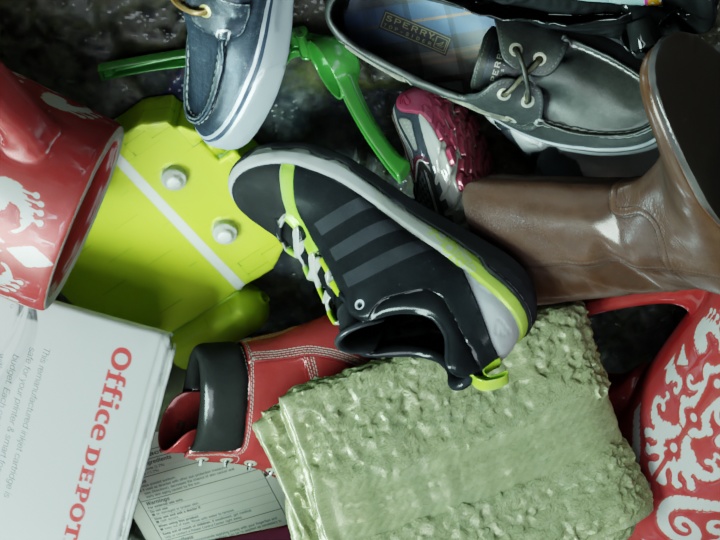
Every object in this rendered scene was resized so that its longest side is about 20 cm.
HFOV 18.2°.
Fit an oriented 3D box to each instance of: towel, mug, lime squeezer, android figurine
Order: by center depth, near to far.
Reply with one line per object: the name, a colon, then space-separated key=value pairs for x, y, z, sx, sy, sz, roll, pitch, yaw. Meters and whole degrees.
mug: x=-0.238 y=-0.068 z=1.174 sx=0.200 sy=0.178 sz=0.134 roll=24 pitch=84 yaw=-2
lime squeezer: x=-0.046 y=-0.103 z=1.236 sx=0.200 sy=0.071 sz=0.038 roll=20 pitch=166 yaw=24
towel: x=0.053 y=0.107 z=1.244 sx=0.200 sy=0.036 sz=0.149 roll=-20 pitch=95 yaw=-8
mug: x=0.201 y=0.069 z=1.258 sx=0.177 sy=0.134 sz=0.200 roll=10 pitch=144 yaw=-10
android figurine: x=-0.126 y=-0.023 z=1.306 sx=0.200 sy=0.041 sz=0.182 roll=-29 pitch=118 yaw=22

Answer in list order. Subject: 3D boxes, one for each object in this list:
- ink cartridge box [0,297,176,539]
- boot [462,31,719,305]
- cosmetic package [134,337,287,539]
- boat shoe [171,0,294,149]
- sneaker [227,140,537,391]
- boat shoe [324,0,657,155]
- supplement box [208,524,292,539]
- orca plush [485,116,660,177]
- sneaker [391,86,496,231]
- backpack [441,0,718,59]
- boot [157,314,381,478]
ink cartridge box: x=-0.219 y=0.081 z=1.263 sx=0.200 sy=0.085 sz=0.146 roll=16 pitch=79 yaw=-10
boot: x=0.117 y=-0.044 z=1.145 sx=0.200 sy=0.064 sz=0.187 roll=5 pitch=138 yaw=43
cosmetic package: x=-0.077 y=0.150 z=1.400 sx=0.103 sy=0.073 sz=0.200 roll=-16 pitch=122 yaw=13
boat shoe: x=-0.082 y=-0.158 z=1.151 sx=0.091 sy=0.071 sz=0.201 roll=0 pitch=117 yaw=-30
sneaker: x=0.000 y=0.000 z=1.202 sx=0.200 sy=0.083 sz=0.072 roll=27 pitch=153 yaw=22
boat shoe: x=0.072 y=-0.108 z=1.179 sx=0.200 sy=0.057 sz=0.069 roll=20 pitch=103 yaw=14
supplement box: x=-0.082 y=0.231 z=1.310 sx=0.110 sy=0.086 sz=0.200 roll=-6 pitch=151 yaw=-34
orca plush: x=0.149 y=-0.075 z=1.260 sx=0.200 sy=0.071 sz=0.105 roll=9 pitch=80 yaw=-10
sneaker: x=0.042 y=-0.013 z=1.280 sx=0.074 sy=0.081 sz=0.200 roll=-3 pitch=125 yaw=11
backpack: x=0.086 y=-0.191 z=1.126 sx=0.200 sy=0.167 sz=0.127 roll=10 pitch=109 yaw=5
boot: x=-0.045 y=0.115 z=1.306 sx=0.144 sy=0.072 sz=0.200 roll=-13 pitch=126 yaw=-14
